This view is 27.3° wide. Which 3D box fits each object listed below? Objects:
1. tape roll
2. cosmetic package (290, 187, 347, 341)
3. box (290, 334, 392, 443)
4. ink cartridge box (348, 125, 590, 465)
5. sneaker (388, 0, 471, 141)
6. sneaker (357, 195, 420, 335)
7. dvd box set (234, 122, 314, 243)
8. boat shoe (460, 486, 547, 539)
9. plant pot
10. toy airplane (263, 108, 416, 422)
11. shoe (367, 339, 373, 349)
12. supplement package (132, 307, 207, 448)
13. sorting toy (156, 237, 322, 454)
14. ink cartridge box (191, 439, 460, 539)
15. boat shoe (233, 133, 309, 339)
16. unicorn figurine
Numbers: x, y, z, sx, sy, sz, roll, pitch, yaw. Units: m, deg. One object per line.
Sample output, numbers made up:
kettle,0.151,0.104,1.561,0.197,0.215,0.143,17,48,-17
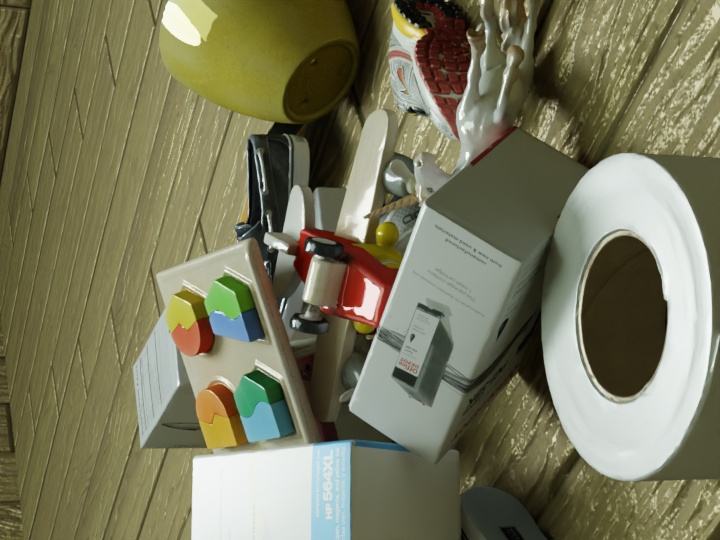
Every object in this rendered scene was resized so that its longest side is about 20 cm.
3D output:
tape roll,0.189,0.029,0.917,0.202,0.070,0.205,-178,90,-68
cosmetic package,-0.040,0.004,1.493,0.200,0.071,0.102,132,135,-58
box,-0.047,0.170,1.354,0.127,0.108,0.202,-9,96,56
ink cartridge box,0.083,0.019,1.073,0.082,0.147,0.201,31,130,16
sneaker,0.069,-0.158,1.242,0.201,0.077,0.083,-105,22,-57
sneaker,0.023,-0.011,1.337,0.200,0.073,0.088,-50,43,50
dvd box set,-0.097,-0.079,1.603,0.147,0.029,0.201,-64,-7,-54
boat shoe,0.111,0.239,1.095,0.199,0.073,0.069,-128,42,-61
plant pot,-0.082,-0.229,1.498,0.142,0.199,0.201,45,134,27
toy airplane,0.000,0.000,1.212,0.200,0.140,0.201,120,153,-53
shoe,0.000,0.144,1.423,0.070,0.053,0.201,46,138,34
supplement package,-0.199,0.130,1.819,0.200,0.116,0.118,126,140,-55
sorting toy,-0.113,0.078,1.272,0.199,0.036,0.187,-16,92,58
ink cartridge box,-0.037,0.202,1.139,0.199,0.128,0.127,-10,75,41
boat shoe,-0.090,-0.032,1.435,0.072,0.067,0.202,-167,80,-68
unicorn figurine,0.091,-0.127,1.099,0.073,0.200,0.138,27,137,22
